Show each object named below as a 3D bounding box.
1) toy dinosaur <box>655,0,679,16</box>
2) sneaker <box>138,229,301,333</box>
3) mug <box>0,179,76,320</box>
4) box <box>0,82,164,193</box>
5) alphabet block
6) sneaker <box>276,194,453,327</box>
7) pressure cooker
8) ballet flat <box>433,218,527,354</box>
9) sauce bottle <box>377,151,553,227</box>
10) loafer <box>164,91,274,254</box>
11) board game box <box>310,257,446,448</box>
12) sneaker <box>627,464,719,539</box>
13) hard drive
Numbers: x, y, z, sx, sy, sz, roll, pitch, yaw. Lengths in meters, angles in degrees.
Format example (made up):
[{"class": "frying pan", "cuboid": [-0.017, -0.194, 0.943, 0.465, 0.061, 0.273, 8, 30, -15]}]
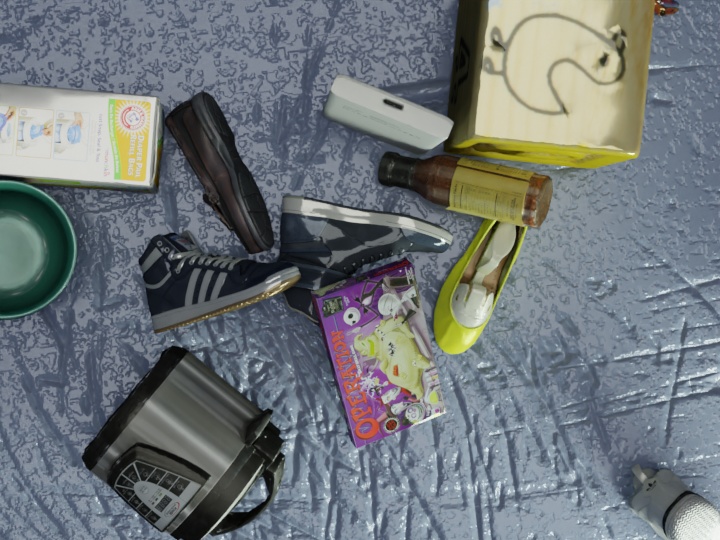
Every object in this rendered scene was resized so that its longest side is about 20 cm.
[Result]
[{"class": "toy dinosaur", "cuboid": [0.410, -0.392, 1.451, 0.181, 0.105, 0.200, -24, 55, 9]}, {"class": "sneaker", "cuboid": [-0.167, -0.005, 1.367, 0.200, 0.070, 0.109, -18, 88, 26]}, {"class": "mug", "cuboid": [-0.412, -0.020, 1.342, 0.185, 0.114, 0.152, -1, 89, -17]}, {"class": "box", "cuboid": [-0.324, -0.147, 1.360, 0.200, 0.112, 0.102, 4, 89, -5]}, {"class": "alphabet block", "cuboid": [0.207, -0.227, 1.359, 0.195, 0.196, 0.200, 5, 90, -3]}, {"class": "sneaker", "cuboid": [-0.001, 0.000, 1.401, 0.202, 0.077, 0.147, 9, 85, -1]}, {"class": "pressure cooker", "cuboid": [-0.183, 0.203, 1.344, 0.200, 0.176, 0.179, 40, 78, -5]}, {"class": "ballet flat", "cuboid": [0.143, 0.006, 1.419, 0.067, 0.067, 0.200, 26, 89, -7]}, {"class": "sauce bottle", "cuboid": [0.118, -0.099, 1.390, 0.200, 0.066, 0.066, 16, 89, 23]}, {"class": "loafer", "cuboid": [-0.163, -0.106, 1.403, 0.063, 0.072, 0.200, -25, 86, 16]}, {"class": "board game box", "cuboid": [0.023, 0.096, 1.387, 0.120, 0.032, 0.200, -19, 114, -9]}, {"class": "sneaker", "cuboid": [0.390, 0.303, 1.441, 0.075, 0.115, 0.200, -43, 128, -2]}, {"class": "hard drive", "cuboid": [0.025, -0.170, 1.342, 0.132, 0.200, 0.027, 21, 88, -4]}]
